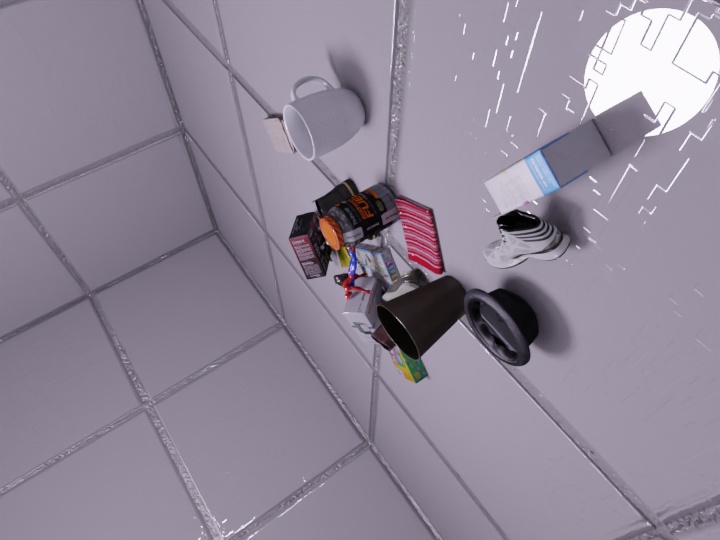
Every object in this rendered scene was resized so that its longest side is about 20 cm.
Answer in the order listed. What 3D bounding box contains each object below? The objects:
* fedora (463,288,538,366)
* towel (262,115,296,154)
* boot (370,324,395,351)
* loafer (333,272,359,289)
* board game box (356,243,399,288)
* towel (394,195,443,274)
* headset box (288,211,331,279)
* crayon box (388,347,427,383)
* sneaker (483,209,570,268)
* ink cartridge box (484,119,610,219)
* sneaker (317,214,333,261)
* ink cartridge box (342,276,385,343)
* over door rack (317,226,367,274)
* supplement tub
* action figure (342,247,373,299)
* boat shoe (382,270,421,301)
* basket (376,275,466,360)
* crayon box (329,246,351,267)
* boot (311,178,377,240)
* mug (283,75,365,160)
[{"bbox_3d":[0.323,0.111,1.212,0.201,0.091,0.201,49,158,28],"label":"fedora"},{"bbox_3d":[-0.286,-0.481,1.941,0.200,0.034,0.133,23,139,60],"label":"towel"},{"bbox_3d":[0.094,0.151,1.712,0.200,0.166,0.072,37,155,46],"label":"boot"},{"bbox_3d":[-0.018,0.059,1.869,0.073,0.200,0.072,-11,69,36],"label":"loafer"},{"bbox_3d":[0.054,-0.014,1.777,0.200,0.034,0.135,17,134,62],"label":"board game box"},{"bbox_3d":[0.155,-0.091,1.442,0.145,0.022,0.200,33,148,50],"label":"towel"},{"bbox_3d":[-0.174,-0.094,1.878,0.149,0.075,0.200,-82,-24,-51],"label":"headset box"},{"bbox_3d":[0.151,0.294,1.943,0.200,0.058,0.119,65,159,-14],"label":"crayon box"},{"bbox_3d":[0.282,-0.068,1.027,0.115,0.076,0.200,37,158,-20],"label":"sneaker"},{"bbox_3d":[0.286,-0.157,0.889,0.068,0.115,0.200,60,160,-1],"label":"ink cartridge box"},{"bbox_3d":[-0.137,-0.127,2.064,0.200,0.070,0.076,64,179,-2],"label":"sneaker"},{"bbox_3d":[0.030,0.130,1.788,0.084,0.146,0.200,1,145,25],"label":"ink cartridge box"},{"bbox_3d":[-0.071,-0.079,1.803,0.200,0.067,0.148,62,155,0],"label":"over door rack"},{"bbox_3d":[-0.003,-0.143,1.485,0.123,0.200,0.123,48,157,28],"label":"supplement tub"},{"bbox_3d":[0.000,0.000,1.691,0.065,0.099,0.200,-114,36,-71],"label":"action figure"},{"bbox_3d":[0.126,0.054,1.638,0.072,0.060,0.202,21,157,-13],"label":"boat shoe"},{"bbox_3d":[0.173,0.111,1.416,0.180,0.200,0.136,48,158,32],"label":"basket"},{"bbox_3d":[-0.058,-0.076,1.932,0.127,0.051,0.200,66,160,-10],"label":"crayon box"},{"bbox_3d":[-0.048,-0.159,1.665,0.200,0.138,0.077,60,160,-4],"label":"boot"},{"bbox_3d":[-0.097,-0.402,1.380,0.200,0.175,0.148,58,160,5],"label":"mug"}]
